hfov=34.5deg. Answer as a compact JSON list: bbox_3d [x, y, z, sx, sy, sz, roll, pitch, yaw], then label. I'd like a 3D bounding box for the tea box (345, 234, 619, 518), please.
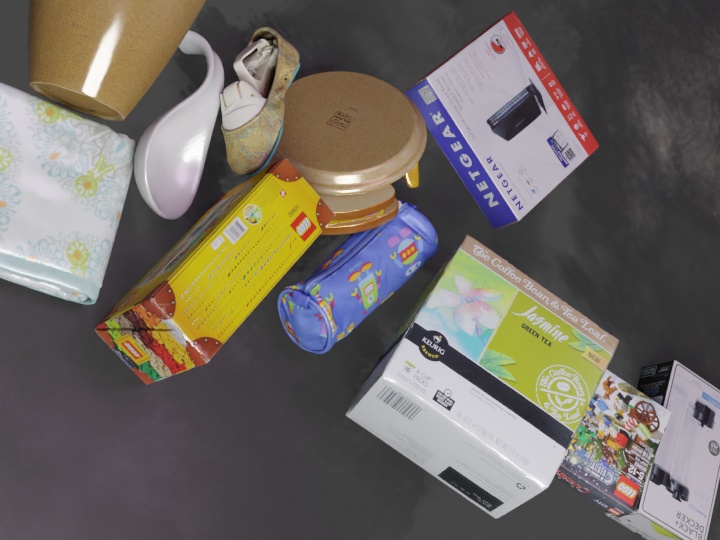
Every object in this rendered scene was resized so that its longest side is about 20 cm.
[{"bbox_3d":[0.127,0.112,1.209,0.199,0.134,0.198,34,60,-1],"label":"tea box"}]

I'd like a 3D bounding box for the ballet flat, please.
[{"bbox_3d":[-0.109,-0.178,1.174,0.070,0.071,0.201,34,42,-21],"label":"ballet flat"}]

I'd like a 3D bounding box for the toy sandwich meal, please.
[{"bbox_3d":[-0.020,-0.128,1.225,0.202,0.071,0.207,1,48,-1],"label":"toy sandwich meal"}]

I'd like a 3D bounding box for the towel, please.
[{"bbox_3d":[-0.313,-0.078,1.060,0.198,0.048,0.173,22,68,-26],"label":"towel"}]

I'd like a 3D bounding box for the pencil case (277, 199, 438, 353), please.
[{"bbox_3d":[0.000,0.000,1.215,0.200,0.078,0.088,-41,136,-33],"label":"pencil case"}]

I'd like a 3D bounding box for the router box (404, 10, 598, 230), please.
[{"bbox_3d":[0.173,-0.180,1.390,0.179,0.049,0.201,-41,101,-33],"label":"router box"}]

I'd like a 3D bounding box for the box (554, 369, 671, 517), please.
[{"bbox_3d":[0.246,0.170,1.324,0.199,0.038,0.137,32,62,-5],"label":"box"}]

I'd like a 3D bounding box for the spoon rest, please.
[{"bbox_3d":[-0.176,-0.148,1.146,0.099,0.060,0.202,48,46,-59],"label":"spoon rest"}]

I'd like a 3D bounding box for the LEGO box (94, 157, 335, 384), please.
[{"bbox_3d":[-0.137,0.002,1.089,0.077,0.149,0.200,48,59,-13],"label":"LEGO box"}]

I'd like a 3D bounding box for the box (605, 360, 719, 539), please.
[{"bbox_3d":[0.380,0.227,1.410,0.116,0.060,0.202,33,63,-21],"label":"box"}]

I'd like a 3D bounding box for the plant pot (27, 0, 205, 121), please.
[{"bbox_3d":[-0.236,-0.252,1.089,0.185,0.186,0.202,21,81,-26],"label":"plant pot"}]
